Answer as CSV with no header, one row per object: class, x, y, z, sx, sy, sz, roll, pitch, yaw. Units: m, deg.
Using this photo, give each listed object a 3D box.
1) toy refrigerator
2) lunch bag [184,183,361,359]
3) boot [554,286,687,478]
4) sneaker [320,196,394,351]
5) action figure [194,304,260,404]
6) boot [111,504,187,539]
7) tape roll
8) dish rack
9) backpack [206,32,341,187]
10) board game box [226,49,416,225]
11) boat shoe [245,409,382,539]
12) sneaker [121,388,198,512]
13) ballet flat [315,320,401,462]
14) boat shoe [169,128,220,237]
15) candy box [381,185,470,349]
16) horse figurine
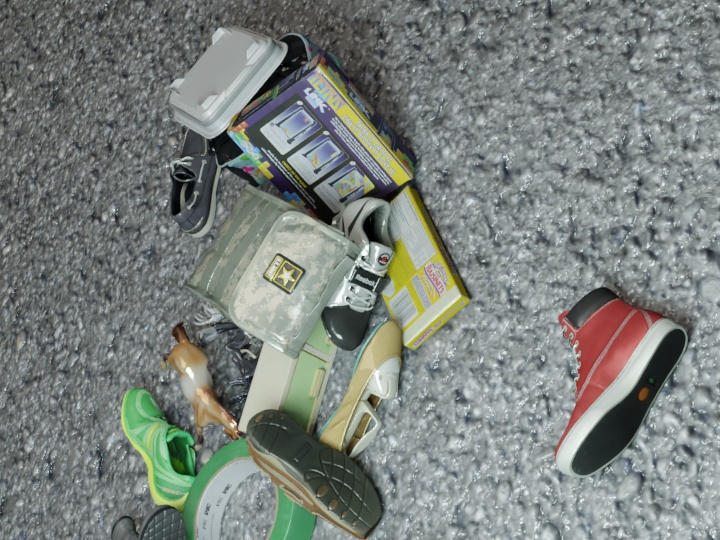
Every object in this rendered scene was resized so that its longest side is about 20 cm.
toy refrigerator,-0.084,0.126,1.765,0.070,0.076,0.201,3,70,42
lunch bag,-0.104,0.003,1.699,0.200,0.117,0.165,27,85,49
boot,0.247,0.118,1.478,0.144,0.072,0.201,30,82,46
sneaker,0.000,0.000,1.720,0.088,0.074,0.202,-13,68,51
action figure,-0.178,0.073,1.849,0.101,0.119,0.201,-12,62,-5
boot,-0.289,0.362,1.776,0.132,0.069,0.201,42,132,43
tape roll,-0.146,0.318,1.742,0.200,0.048,0.202,-20,57,34
dish rack,-0.196,-0.275,1.899,0.172,0.044,0.200,-50,31,-4
backpack,-0.107,-0.227,1.909,0.200,0.150,0.178,-39,43,34
board game box,-0.051,-0.165,1.796,0.165,0.200,0.057,-32,23,24
boat shoe,-0.060,0.252,1.651,0.200,0.076,0.074,41,143,15
sneaker,-0.267,0.238,1.875,0.084,0.074,0.201,-48,54,23
ballet flat,0.012,0.160,1.677,0.063,0.068,0.201,33,101,34
boat shoe,-0.258,-0.150,2.071,0.072,0.063,0.201,-22,55,33
candy box,0.064,-0.006,1.732,0.102,0.026,0.201,-41,47,21
horse figurine,-0.224,0.156,1.844,0.201,0.050,0.133,68,154,14
